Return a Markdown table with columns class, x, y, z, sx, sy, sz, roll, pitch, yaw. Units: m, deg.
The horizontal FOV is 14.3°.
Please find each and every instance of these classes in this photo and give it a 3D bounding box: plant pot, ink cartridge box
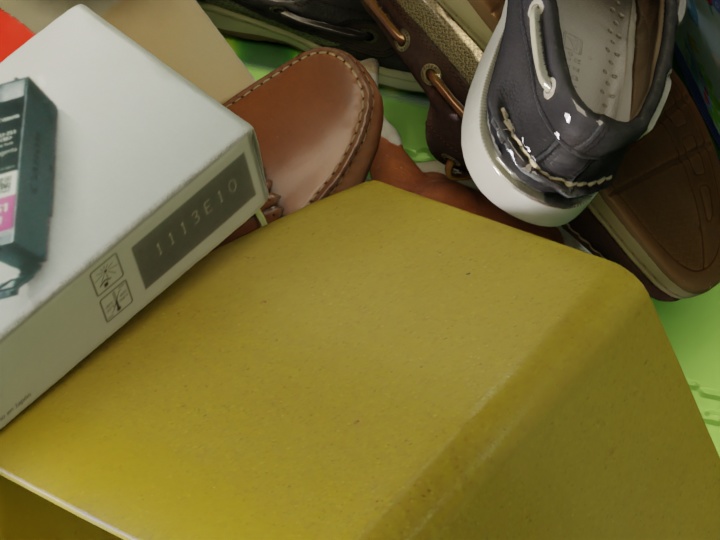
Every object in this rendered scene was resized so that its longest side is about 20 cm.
| class | x | y | z | sx | sy | sz | roll | pitch | yaw |
| --- | --- | --- | --- | --- | --- | --- | --- | --- | --- |
| plant pot | 0.013 | 0.088 | 0.955 | 0.199 | 0.201 | 0.176 | 19 | 57 | 44 |
| ink cartridge box | -0.159 | -0.017 | 0.948 | 0.200 | 0.044 | 0.173 | -41 | 57 | -21 |

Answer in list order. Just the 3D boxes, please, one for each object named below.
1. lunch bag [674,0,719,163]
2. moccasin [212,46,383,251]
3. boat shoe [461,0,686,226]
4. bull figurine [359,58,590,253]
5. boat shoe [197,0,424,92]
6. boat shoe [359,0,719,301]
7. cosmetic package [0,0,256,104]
| class | x | y | z | sx | sy | sz | roll | pitch | yaw |
| --- | --- | --- | --- | --- | --- | --- | --- | --- | --- |
| lunch bag | 0.187 | -0.076 | 1.036 | 0.127 | 0.170 | 0.201 | -22 | 70 | -5 |
| moccasin | -0.078 | -0.013 | 1.012 | 0.201 | 0.078 | 0.074 | -32 | 59 | -3 |
| boat shoe | 0.081 | -0.110 | 0.991 | 0.074 | 0.060 | 0.201 | 27 | 53 | -15 |
| bull figurine | 0.000 | 0.000 | 1.075 | 0.199 | 0.065 | 0.122 | -31 | 67 | -14 |
| boat shoe | -0.006 | -0.119 | 1.111 | 0.199 | 0.066 | 0.072 | 12 | 75 | 7 |
| boat shoe | 0.056 | -0.066 | 1.040 | 0.200 | 0.072 | 0.072 | 50 | 46 | 1 |
| cosmetic package | -0.148 | -0.045 | 1.062 | 0.199 | 0.071 | 0.105 | -31 | 70 | -23 |
